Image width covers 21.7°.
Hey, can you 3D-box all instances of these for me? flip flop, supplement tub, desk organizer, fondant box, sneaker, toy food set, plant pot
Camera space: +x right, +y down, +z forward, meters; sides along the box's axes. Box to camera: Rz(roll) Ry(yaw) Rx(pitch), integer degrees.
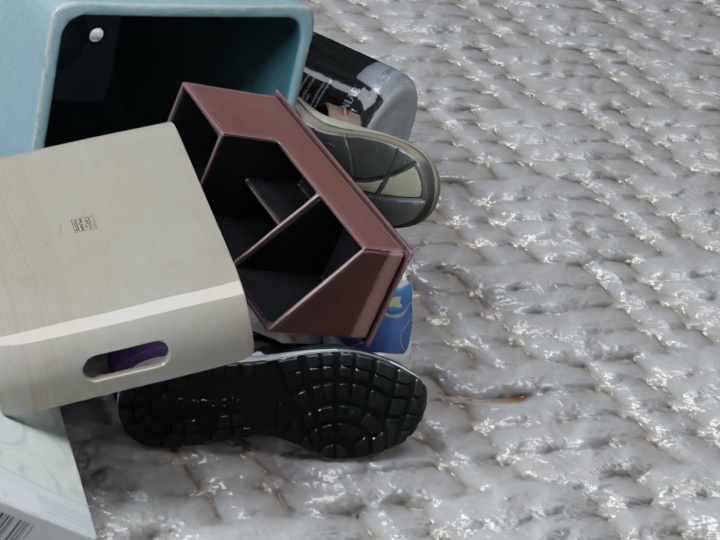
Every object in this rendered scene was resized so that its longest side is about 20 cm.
[{"bbox_3d":[-0.017,-0.085,1.336,0.200,0.081,0.058,22,27,35],"label":"flip flop"},{"bbox_3d":[-0.068,-0.132,1.451,0.200,0.123,0.123,27,30,16],"label":"supplement tub"},{"bbox_3d":[-0.055,-0.040,1.200,0.077,0.072,0.200,6,31,-35],"label":"desk organizer"},{"bbox_3d":[-0.233,0.076,1.015,0.144,0.058,0.200,29,18,-34],"label":"fondant box"},{"bbox_3d":[0.000,0.000,1.305,0.076,0.077,0.200,3,29,-21],"label":"sneaker"},{"bbox_3d":[-0.156,-0.005,1.088,0.143,0.060,0.200,-13,44,-14],"label":"toy food set"},{"bbox_3d":[-0.058,0.061,1.176,0.200,0.076,0.088,6,25,-19],"label":"sneaker"},{"bbox_3d":[-0.180,-0.132,1.329,0.196,0.196,0.200,-5,31,-34],"label":"plant pot"}]
